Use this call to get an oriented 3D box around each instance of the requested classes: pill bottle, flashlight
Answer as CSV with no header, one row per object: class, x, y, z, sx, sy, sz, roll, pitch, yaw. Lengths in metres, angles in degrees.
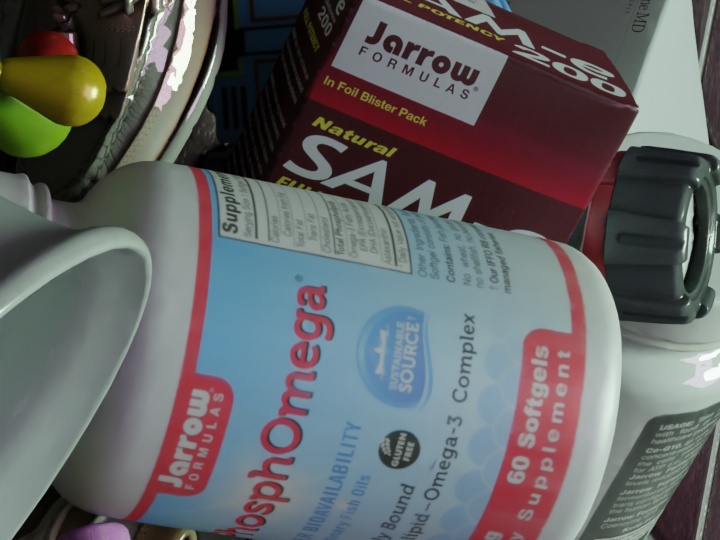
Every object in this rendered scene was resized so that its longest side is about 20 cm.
pill bottle,0.109,0.040,0.937,0.200,0.113,0.113,111,4,-47
pill bottle,-0.031,0.027,0.642,0.109,0.200,0.109,-170,-90,-74
flashlight,0.035,-0.020,0.806,0.068,0.200,0.068,-20,115,-66

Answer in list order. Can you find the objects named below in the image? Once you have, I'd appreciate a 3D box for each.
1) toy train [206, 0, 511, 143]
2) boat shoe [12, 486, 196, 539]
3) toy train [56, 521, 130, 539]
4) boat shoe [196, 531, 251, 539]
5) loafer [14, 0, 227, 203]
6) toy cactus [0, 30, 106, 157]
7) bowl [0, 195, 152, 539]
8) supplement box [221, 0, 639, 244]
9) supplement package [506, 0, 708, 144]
toy train,-0.004,-0.136,0.771,0.087,0.114,0.200,-33,120,-82
boat shoe,-0.086,0.177,0.723,0.072,0.076,0.200,-27,121,-65
toy train,-0.055,0.147,0.580,0.150,0.056,0.200,63,26,-2
boat shoe,-0.022,0.138,0.763,0.200,0.071,0.072,-106,-164,-51
loafer,-0.074,-0.112,0.677,0.063,0.072,0.200,27,82,-52
toy cactus,-0.118,-0.086,0.513,0.165,0.102,0.200,-85,165,-47
bowl,-0.143,0.047,0.472,0.201,0.090,0.201,-51,172,-10
supplement box,0.000,0.000,0.733,0.200,0.109,0.061,-63,-162,20
supplement package,0.102,-0.042,1.094,0.156,0.111,0.200,73,31,-46
